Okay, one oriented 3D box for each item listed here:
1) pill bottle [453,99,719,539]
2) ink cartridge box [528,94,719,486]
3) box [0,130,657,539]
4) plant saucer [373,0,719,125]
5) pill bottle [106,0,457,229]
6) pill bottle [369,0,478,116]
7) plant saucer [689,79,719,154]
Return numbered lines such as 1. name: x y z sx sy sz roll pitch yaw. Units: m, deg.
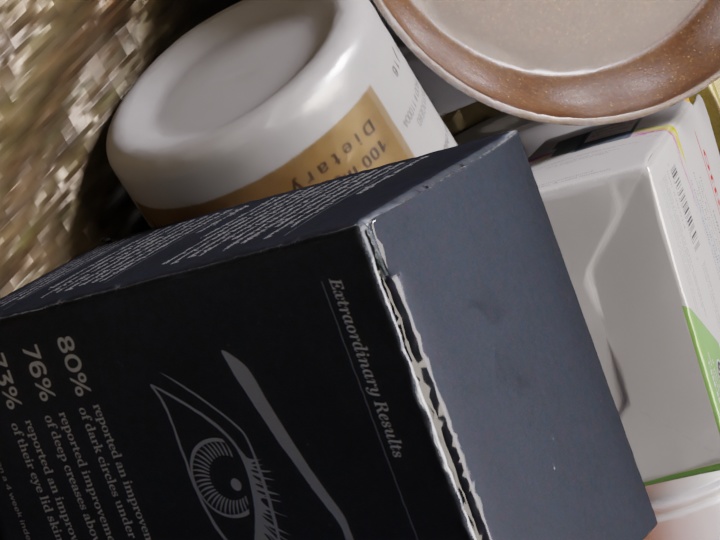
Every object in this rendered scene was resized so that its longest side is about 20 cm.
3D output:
1. pill bottle: 0.116 0.023 1.275 0.112 0.112 0.201 -31 104 -54
2. ink cartridge box: 0.108 0.004 1.141 0.200 0.067 0.118 -42 116 -73
3. box: -0.024 0.055 0.987 0.104 0.199 0.149 -32 106 -53
4. plant saucer: 0.079 -0.156 1.108 0.199 0.034 0.202 -2 95 -18
5. pill bottle: 0.000 0.000 1.115 0.201 0.114 0.115 57 39 -27
6. pill bottle: -0.001 -0.161 1.160 0.119 0.119 0.201 -34 107 -53
7. plant saucer: 0.179 -0.022 1.393 0.200 0.048 0.201 -65 135 -71
